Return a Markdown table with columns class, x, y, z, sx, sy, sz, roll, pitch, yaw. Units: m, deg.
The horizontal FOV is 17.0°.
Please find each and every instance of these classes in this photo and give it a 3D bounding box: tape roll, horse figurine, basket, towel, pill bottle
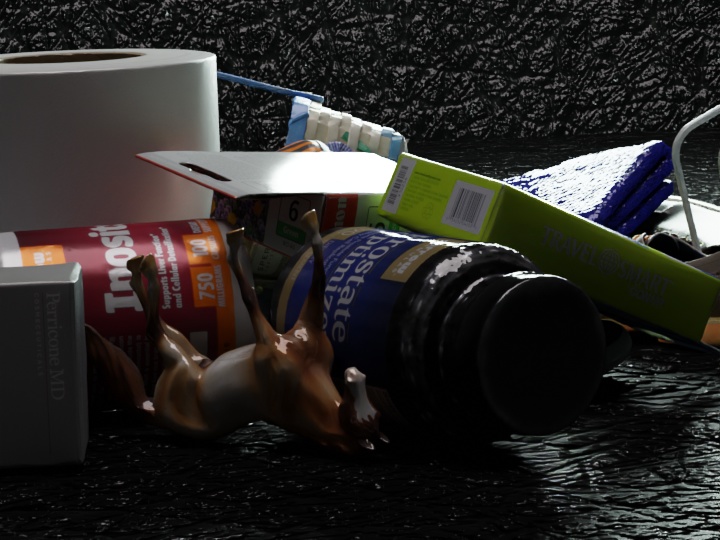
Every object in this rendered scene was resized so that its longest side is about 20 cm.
| class | x | y | z | sx | sy | sz | roll | pitch | yaw |
| --- | --- | --- | --- | --- | --- | --- | --- | --- | --- |
| tape roll | -0.192 | -0.072 | 1.591 | 0.202 | 0.139 | 0.203 | -2 | 10 | 0 |
| horse figurine | -0.075 | 0.047 | 1.336 | 0.200 | 0.133 | 0.050 | -13 | 3 | 33 |
| basket | -0.065 | -0.065 | 1.926 | 0.200 | 0.177 | 0.139 | 7 | 0 | 3 |
| towel | 0.137 | -0.031 | 1.838 | 0.200 | 0.050 | 0.148 | -14 | 25 | 44 |
| pill bottle | -0.170 | 0.030 | 1.446 | 0.200 | 0.113 | 0.113 | -5 | 8 | -16 |
| pill bottle | 0.043 | 0.036 | 1.335 | 0.112 | 0.112 | 0.200 | -7 | 8 | -32 |

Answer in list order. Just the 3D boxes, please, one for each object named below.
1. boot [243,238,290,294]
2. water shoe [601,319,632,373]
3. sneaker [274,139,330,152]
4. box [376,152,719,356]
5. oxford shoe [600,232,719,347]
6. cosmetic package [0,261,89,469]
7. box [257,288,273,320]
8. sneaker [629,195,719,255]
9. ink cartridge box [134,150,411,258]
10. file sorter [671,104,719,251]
| class | x | y | z | sx | sy | sz | roll | pitch | yaw |
| --- | --- | --- | --- | --- | --- | --- | --- | --- | --- |
| boot | 0.000 | 0.000 | 1.611 | 0.154 | 0.072 | 0.200 | 10 | 14 | -24 |
| water shoe | 0.076 | 0.032 | 1.488 | 0.200 | 0.079 | 0.071 | -4 | 8 | -17 |
| sneaker | -0.121 | -0.048 | 1.813 | 0.200 | 0.078 | 0.112 | -36 | -48 | 19 |
| box | 0.123 | -0.009 | 1.456 | 0.200 | 0.048 | 0.122 | 22 | -1 | -32 |
| oxford shoe | 0.196 | 0.008 | 1.665 | 0.071 | 0.073 | 0.200 | -9 | 10 | -41 |
| cosmetic package | -0.248 | 0.055 | 1.308 | 0.200 | 0.107 | 0.090 | -4 | 7 | -1 |
| box | -0.171 | 0.030 | 1.693 | 0.157 | 0.050 | 0.200 | -6 | 8 | -31 |
| sneaker | 0.237 | -0.012 | 1.809 | 0.200 | 0.075 | 0.106 | 2 | 10 | 30 |
| ink cartridge box | -0.033 | -0.038 | 1.499 | 0.200 | 0.050 | 0.109 | -3 | 18 | -41 |
| file sorter | 0.327 | -0.050 | 1.631 | 0.139 | 0.125 | 0.200 | -29 | 26 | -25 |
